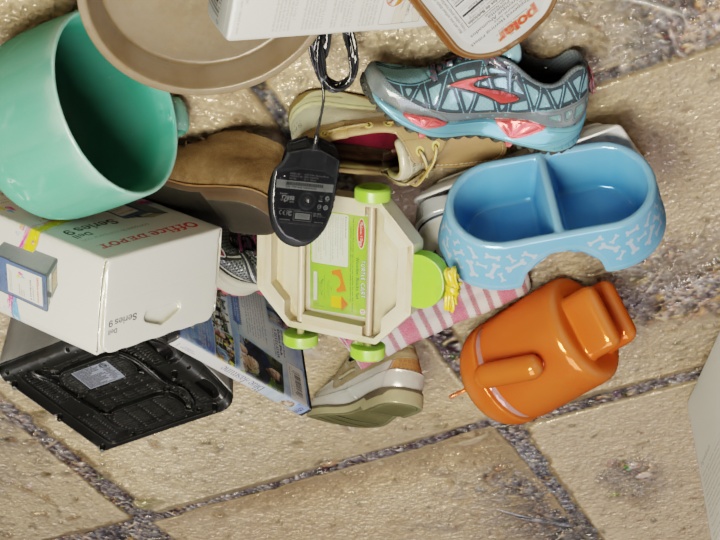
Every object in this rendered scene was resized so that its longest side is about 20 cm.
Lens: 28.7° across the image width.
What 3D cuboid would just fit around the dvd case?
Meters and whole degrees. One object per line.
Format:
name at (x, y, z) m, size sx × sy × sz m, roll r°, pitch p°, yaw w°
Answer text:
dvd case at (-0.118, 0.041, 1.326) m, size 0.017 × 0.144 × 0.199 m, roll -28°, pitch 142°, yaw 24°

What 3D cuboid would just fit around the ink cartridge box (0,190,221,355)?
ink cartridge box at (-0.236, -0.012, 1.191) m, size 0.198 × 0.145 × 0.089 m, roll 22°, pitch 114°, yaw 31°

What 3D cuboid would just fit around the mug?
mug at (-0.228, -0.110, 1.134) m, size 0.113 × 0.154 × 0.185 m, roll -15°, pitch 143°, yaw 27°

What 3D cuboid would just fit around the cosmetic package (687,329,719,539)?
cosmetic package at (0.460, 0.184, 1.504) m, size 0.165 × 0.202 × 0.167 m, roll 0°, pitch 143°, yaw -3°

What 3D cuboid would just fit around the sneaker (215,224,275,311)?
sneaker at (-0.081, -0.015, 1.326) m, size 0.199 × 0.081 × 0.074 m, roll 25°, pitch 135°, yaw -37°

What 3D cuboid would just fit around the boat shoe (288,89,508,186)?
boat shoe at (0.035, -0.106, 1.220) m, size 0.197 × 0.067 × 0.074 m, roll 2°, pitch 143°, yaw -6°

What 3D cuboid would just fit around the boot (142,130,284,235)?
boot at (-0.148, -0.085, 1.242) m, size 0.198 × 0.076 × 0.074 m, roll 10°, pitch 154°, yaw 23°

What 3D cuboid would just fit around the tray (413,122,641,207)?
tray at (0.154, -0.085, 1.275) m, size 0.198 × 0.022 × 0.107 m, roll -19°, pitch 154°, yaw 21°

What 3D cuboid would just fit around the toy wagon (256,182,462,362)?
toy wagon at (0.000, 0.000, 1.234) m, size 0.198 × 0.040 × 0.157 m, roll 10°, pitch 109°, yaw 23°

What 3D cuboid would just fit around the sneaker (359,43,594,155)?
sneaker at (0.098, -0.163, 1.162) m, size 0.197 × 0.080 × 0.096 m, roll 5°, pitch 125°, yaw -16°

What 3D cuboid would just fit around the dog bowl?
dog bowl at (0.162, -0.051, 1.199) m, size 0.197 × 0.113 × 0.050 m, roll -10°, pitch 144°, yaw 2°

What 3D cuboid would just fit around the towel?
towel at (0.071, 0.032, 1.374) m, size 0.198 × 0.030 × 0.146 m, roll -24°, pitch 156°, yaw 5°

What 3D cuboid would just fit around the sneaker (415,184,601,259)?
sneaker at (0.150, -0.035, 1.269) m, size 0.197 × 0.072 × 0.073 m, roll -10°, pitch 157°, yaw 1°

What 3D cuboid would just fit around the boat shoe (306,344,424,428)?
boat shoe at (0.008, 0.126, 1.521) m, size 0.074 × 0.069 × 0.199 m, roll 16°, pitch 160°, yaw -29°

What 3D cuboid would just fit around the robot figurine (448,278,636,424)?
robot figurine at (0.181, 0.084, 1.433) m, size 0.116 × 0.145 × 0.199 m, roll 40°, pitch 128°, yaw -21°

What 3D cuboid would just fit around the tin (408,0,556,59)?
tin at (0.079, -0.232, 1.042) m, size 0.111 × 0.042 × 0.200 m, roll -35°, pitch 142°, yaw 12°

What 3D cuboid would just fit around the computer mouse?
computer mouse at (-0.040, -0.118, 1.159) m, size 0.058 × 0.034 × 0.203 m, roll 7°, pitch 104°, yaw -19°

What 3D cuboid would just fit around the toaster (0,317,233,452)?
toaster at (-0.231, 0.076, 1.403) m, size 0.198 × 0.120 × 0.181 m, roll -20°, pitch 140°, yaw 23°

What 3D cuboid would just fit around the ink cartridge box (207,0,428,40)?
ink cartridge box at (-0.005, -0.253, 1.031) m, size 0.198 × 0.050 × 0.163 m, roll -11°, pitch 138°, yaw -28°

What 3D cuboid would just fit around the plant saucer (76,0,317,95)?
plant saucer at (-0.117, -0.220, 1.072) m, size 0.197 × 0.030 × 0.202 m, roll -8°, pitch 136°, yaw -8°
